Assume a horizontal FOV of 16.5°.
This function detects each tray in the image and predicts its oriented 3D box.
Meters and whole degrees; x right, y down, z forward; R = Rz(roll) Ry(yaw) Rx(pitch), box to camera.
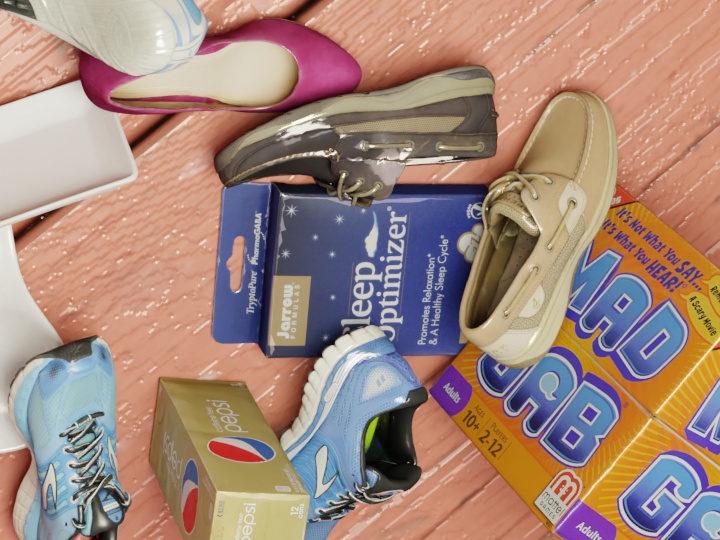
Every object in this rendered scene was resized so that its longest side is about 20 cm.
[{"bbox_3d":[-0.244,-0.055,1.580,0.199,0.108,0.022,-19,136,-5],"label":"tray"}]

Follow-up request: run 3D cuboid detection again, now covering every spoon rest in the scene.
[{"bbox_3d":[-0.243,0.030,1.637,0.099,0.061,0.201,-8,111,-13],"label":"spoon rest"}]

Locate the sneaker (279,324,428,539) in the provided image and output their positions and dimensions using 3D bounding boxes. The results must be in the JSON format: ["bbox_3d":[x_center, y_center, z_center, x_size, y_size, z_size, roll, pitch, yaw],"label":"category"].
[{"bbox_3d":[-0.013,0.139,1.705,0.078,0.089,0.200,-15,138,-47],"label":"sneaker"}]

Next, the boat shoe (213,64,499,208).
[{"bbox_3d":[0.003,-0.081,1.651,0.199,0.074,0.074,-16,88,-10],"label":"boat shoe"}]

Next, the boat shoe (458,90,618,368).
[{"bbox_3d":[0.119,-0.037,1.678,0.064,0.071,0.201,32,68,-43],"label":"boat shoe"}]

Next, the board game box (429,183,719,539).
[{"bbox_3d":[0.211,0.100,1.704,0.200,0.200,0.200,36,96,-34],"label":"board game box"}]

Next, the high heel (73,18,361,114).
[{"bbox_3d":[-0.085,-0.123,1.603,0.199,0.096,0.068,10,115,-22],"label":"high heel"}]

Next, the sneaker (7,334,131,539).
[{"bbox_3d":[-0.180,0.130,1.648,0.078,0.090,0.201,-22,135,-28],"label":"sneaker"}]

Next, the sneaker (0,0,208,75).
[{"bbox_3d":[-0.183,-0.185,1.544,0.200,0.072,0.072,34,111,14],"label":"sneaker"}]

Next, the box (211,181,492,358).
[{"bbox_3d":[0.000,0.000,1.715,0.199,0.032,0.122,0,110,-15],"label":"box"}]

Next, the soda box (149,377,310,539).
[{"bbox_3d":[-0.090,0.137,1.644,0.064,0.200,0.068,3,108,-17],"label":"soda box"}]
